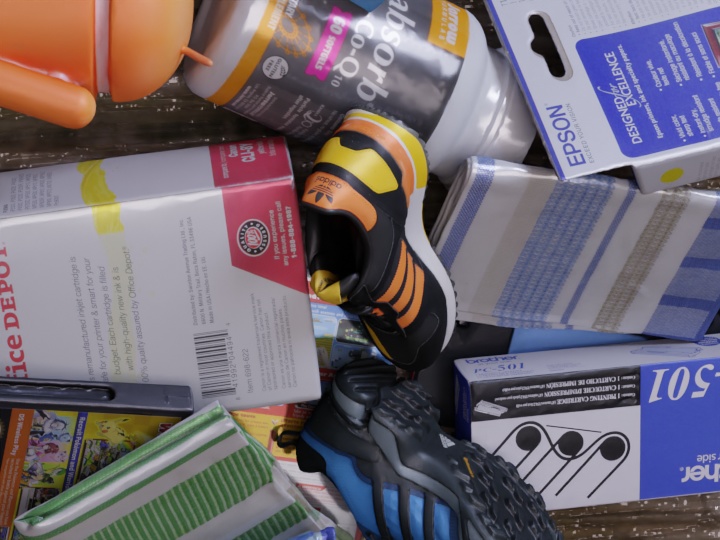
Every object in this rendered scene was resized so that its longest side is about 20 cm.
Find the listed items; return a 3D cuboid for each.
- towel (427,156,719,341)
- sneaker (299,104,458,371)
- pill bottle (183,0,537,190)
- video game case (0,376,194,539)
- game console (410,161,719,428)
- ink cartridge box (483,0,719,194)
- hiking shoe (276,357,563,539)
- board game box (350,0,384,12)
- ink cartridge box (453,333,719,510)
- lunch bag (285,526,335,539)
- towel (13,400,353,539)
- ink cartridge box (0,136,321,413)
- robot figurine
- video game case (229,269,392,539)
[{"bbox_3d":[0.136,-0.012,1.726,0.200,0.024,0.147,6,141,-14],"label":"towel"},{"bbox_3d":[0.000,0.000,1.665,0.090,0.070,0.200,-50,147,-33],"label":"sneaker"},{"bbox_3d":[0.004,-0.122,1.696,0.200,0.116,0.116,23,94,-16],"label":"pill bottle"},{"bbox_3d":[-0.205,0.139,1.685,0.181,0.026,0.200,4,133,-14],"label":"video game case"},{"bbox_3d":[0.141,0.028,1.801,0.200,0.031,0.177,12,97,-15],"label":"game console"},{"bbox_3d":[0.181,-0.140,1.710,0.200,0.198,0.047,-14,147,-9],"label":"ink cartridge box"},{"bbox_3d":[0.046,0.145,1.738,0.200,0.074,0.087,46,123,9],"label":"hiking shoe"},{"bbox_3d":[0.054,-0.263,1.622,0.040,0.153,0.200,30,59,-18],"label":"board game box"},{"bbox_3d":[0.160,0.096,1.789,0.200,0.044,0.094,-5,109,-11],"label":"ink cartridge box"},{"bbox_3d":[-0.077,0.249,1.705,0.170,0.200,0.127,-19,77,-10],"label":"lunch bag"},{"bbox_3d":[-0.102,0.162,1.700,0.153,0.023,0.200,-31,143,5],"label":"towel"},{"bbox_3d":[-0.132,0.010,1.677,0.200,0.083,0.145,-7,114,-3],"label":"ink cartridge box"},{"bbox_3d":[-0.183,-0.153,1.636,0.200,0.144,0.117,2,107,-2],"label":"robot figurine"},{"bbox_3d":[-0.057,0.096,1.771,0.143,0.017,0.200,9,98,-15],"label":"video game case"}]
